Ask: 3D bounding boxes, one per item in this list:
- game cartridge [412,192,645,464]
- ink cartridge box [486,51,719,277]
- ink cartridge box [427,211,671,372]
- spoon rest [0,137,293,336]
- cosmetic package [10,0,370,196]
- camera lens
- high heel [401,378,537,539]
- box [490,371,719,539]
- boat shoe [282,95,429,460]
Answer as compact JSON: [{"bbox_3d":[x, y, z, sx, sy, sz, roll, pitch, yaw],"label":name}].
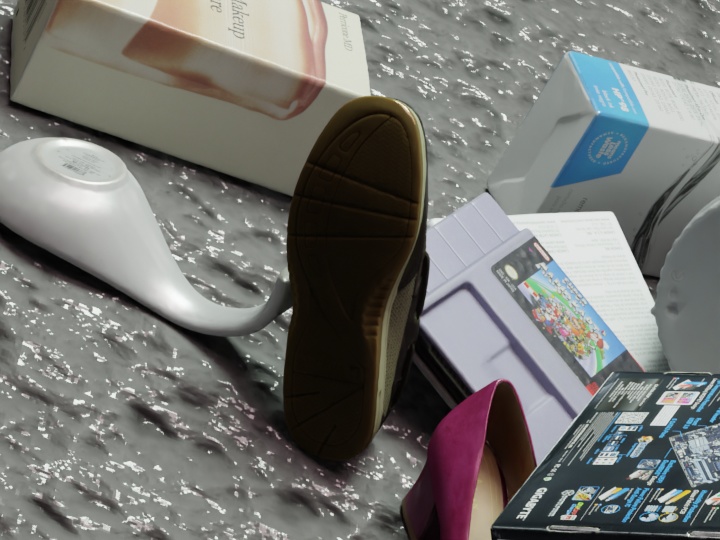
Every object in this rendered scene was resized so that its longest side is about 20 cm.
[{"bbox_3d":[0.098,0.055,1.584,0.200,0.038,0.130,51,44,5],"label":"game cartridge"},{"bbox_3d":[0.198,-0.060,1.806,0.200,0.116,0.067,11,36,-28],"label":"ink cartridge box"},{"bbox_3d":[0.122,0.059,1.662,0.162,0.057,0.200,-3,65,-43],"label":"ink cartridge box"},{"bbox_3d":[-0.123,-0.017,1.546,0.200,0.061,0.099,26,28,18],"label":"spoon rest"},{"bbox_3d":[-0.103,-0.129,1.677,0.200,0.087,0.103,18,33,-20],"label":"cosmetic package"},{"bbox_3d":[0.283,0.015,1.705,0.160,0.160,0.200,42,22,17],"label":"camera lens"},{"bbox_3d":[0.079,0.151,1.426,0.067,0.096,0.200,5,40,-35],"label":"high heel"},{"bbox_3d":[0.174,0.109,1.411,0.159,0.046,0.200,0,21,24],"label":"box"},{"bbox_3d":[0.000,0.000,1.497,0.073,0.200,0.065,16,17,16],"label":"boat shoe"}]
